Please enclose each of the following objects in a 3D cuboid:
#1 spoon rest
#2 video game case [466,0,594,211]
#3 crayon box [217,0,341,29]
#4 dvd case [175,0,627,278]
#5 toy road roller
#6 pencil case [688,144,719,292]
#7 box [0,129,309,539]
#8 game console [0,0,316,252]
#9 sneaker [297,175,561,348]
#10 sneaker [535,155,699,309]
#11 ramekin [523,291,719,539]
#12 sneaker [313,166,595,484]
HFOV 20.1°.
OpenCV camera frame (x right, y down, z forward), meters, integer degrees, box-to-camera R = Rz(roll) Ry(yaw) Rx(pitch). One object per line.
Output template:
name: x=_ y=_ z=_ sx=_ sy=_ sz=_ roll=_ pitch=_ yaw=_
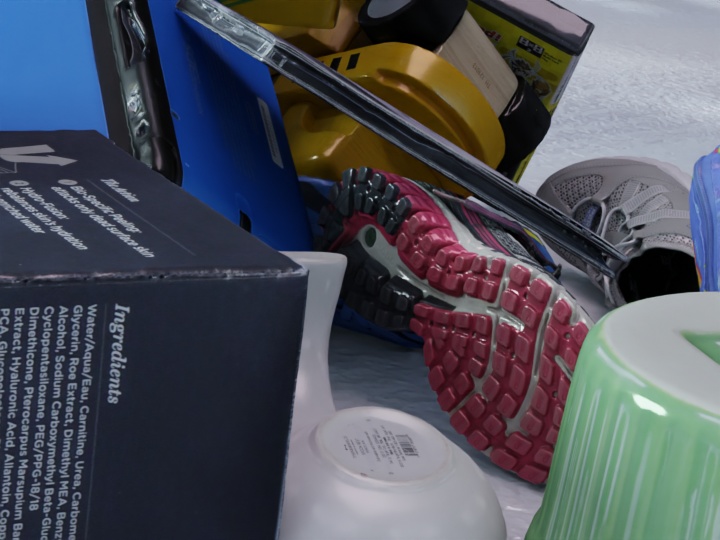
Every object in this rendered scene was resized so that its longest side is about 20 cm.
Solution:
spoon rest: x=-0.005 y=0.066 z=0.799 sx=0.099 sy=0.061 sz=0.200 roll=2 pitch=30 yaw=-15
video game case: x=0.024 y=-0.134 z=1.207 sx=0.200 sy=0.181 sz=0.026 roll=29 pitch=60 yaw=5
crayon box: x=-0.078 y=-0.192 z=1.070 sx=0.199 sy=0.051 sz=0.127 roll=4 pitch=50 yaw=-9
dvd case: x=0.017 y=-0.066 z=0.942 sx=0.200 sy=0.016 sz=0.149 roll=31 pitch=4 yaw=-25
toy road roller: x=-0.007 y=-0.077 z=1.145 sx=0.200 sy=0.123 sz=0.146 roll=-7 pitch=41 yaw=47
pencil case: x=0.189 y=0.006 z=0.933 sx=0.087 sy=0.078 sz=0.200 roll=33 pitch=31 yaw=-12
box: x=-0.153 y=0.027 z=0.729 sx=0.199 sy=0.118 sz=0.197 roll=-3 pitch=19 yaw=-29
game console: x=-0.126 y=-0.063 z=0.955 sx=0.171 sy=0.118 sz=0.200 roll=37 pitch=26 yaw=-39
sneaker: x=0.000 y=0.000 z=0.989 sx=0.199 sy=0.066 sz=0.078 roll=7 pitch=20 yaw=-1
sneaker: x=0.152 y=-0.013 z=1.079 sx=0.082 sy=0.075 sz=0.200 roll=-2 pitch=19 yaw=-36
ramekin: x=0.161 y=0.079 z=0.724 sx=0.199 sy=0.098 sz=0.200 roll=7 pitch=16 yaw=-2
sneaker: x=0.063 y=0.017 z=0.879 sx=0.074 sy=0.081 sz=0.200 roll=4 pitch=32 yaw=-40
